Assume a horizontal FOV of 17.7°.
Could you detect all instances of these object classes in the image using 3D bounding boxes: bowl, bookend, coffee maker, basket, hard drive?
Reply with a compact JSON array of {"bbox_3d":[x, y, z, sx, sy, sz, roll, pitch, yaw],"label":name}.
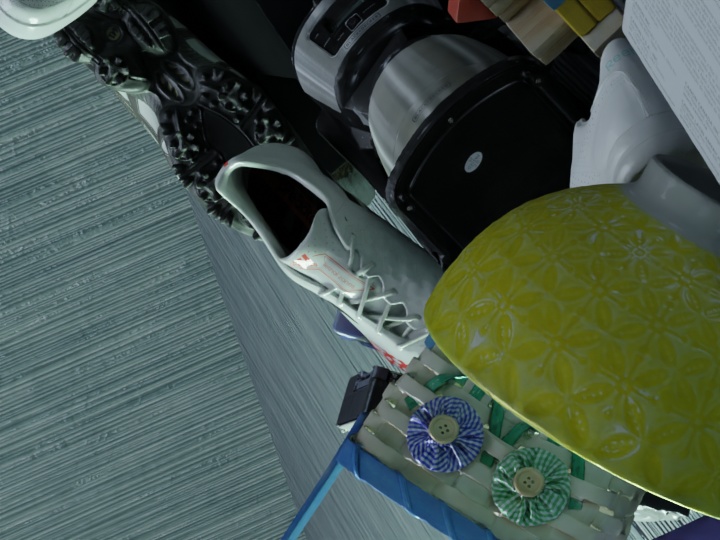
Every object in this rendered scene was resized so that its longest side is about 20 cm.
[{"bbox_3d":[0.138,0.015,0.997,0.108,0.199,0.200,-64,26,14],"label":"bowl"},{"bbox_3d":[-0.032,-0.148,1.407,0.199,0.092,0.200,55,164,-20],"label":"bookend"},{"bbox_3d":[0.060,-0.059,1.269,0.200,0.134,0.193,-127,15,-59],"label":"coffee maker"},{"bbox_3d":[0.055,0.134,1.202,0.175,0.201,0.139,28,-172,15],"label":"basket"},{"bbox_3d":[0.089,0.105,1.368,0.140,0.198,0.038,142,146,-80],"label":"hard drive"}]

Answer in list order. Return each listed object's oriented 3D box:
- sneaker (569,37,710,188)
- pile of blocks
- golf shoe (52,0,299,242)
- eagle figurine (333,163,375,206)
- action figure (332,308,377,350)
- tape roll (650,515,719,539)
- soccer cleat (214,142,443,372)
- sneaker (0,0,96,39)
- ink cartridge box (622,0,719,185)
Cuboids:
[{"bbox_3d":[0.131,-0.034,1.144,0.201,0.075,0.089,98,155,-55],"label":"sneaker"},{"bbox_3d":[0.046,-0.159,1.081,0.200,0.062,0.082,45,-169,-12],"label":"pile of blocks"},{"bbox_3d":[-0.101,-0.104,1.425,0.200,0.078,0.094,49,-175,-3],"label":"golf shoe"},{"bbox_3d":[-0.031,-0.130,1.697,0.152,0.150,0.200,59,163,-14],"label":"eagle figurine"},{"bbox_3d":[0.077,0.021,1.389,0.193,0.199,0.105,11,83,71],"label":"action figure"},{"bbox_3d":[0.218,0.214,1.159,0.200,0.084,0.201,158,90,-81],"label":"tape roll"},{"bbox_3d":[0.000,0.000,1.282,0.200,0.069,0.085,42,-164,17],"label":"soccer cleat"},{"bbox_3d":[-0.142,-0.229,1.333,0.074,0.200,0.116,38,157,-5],"label":"sneaker"},{"bbox_3d":[0.161,-0.107,0.869,0.201,0.050,0.163,95,153,-54],"label":"ink cartridge box"}]
